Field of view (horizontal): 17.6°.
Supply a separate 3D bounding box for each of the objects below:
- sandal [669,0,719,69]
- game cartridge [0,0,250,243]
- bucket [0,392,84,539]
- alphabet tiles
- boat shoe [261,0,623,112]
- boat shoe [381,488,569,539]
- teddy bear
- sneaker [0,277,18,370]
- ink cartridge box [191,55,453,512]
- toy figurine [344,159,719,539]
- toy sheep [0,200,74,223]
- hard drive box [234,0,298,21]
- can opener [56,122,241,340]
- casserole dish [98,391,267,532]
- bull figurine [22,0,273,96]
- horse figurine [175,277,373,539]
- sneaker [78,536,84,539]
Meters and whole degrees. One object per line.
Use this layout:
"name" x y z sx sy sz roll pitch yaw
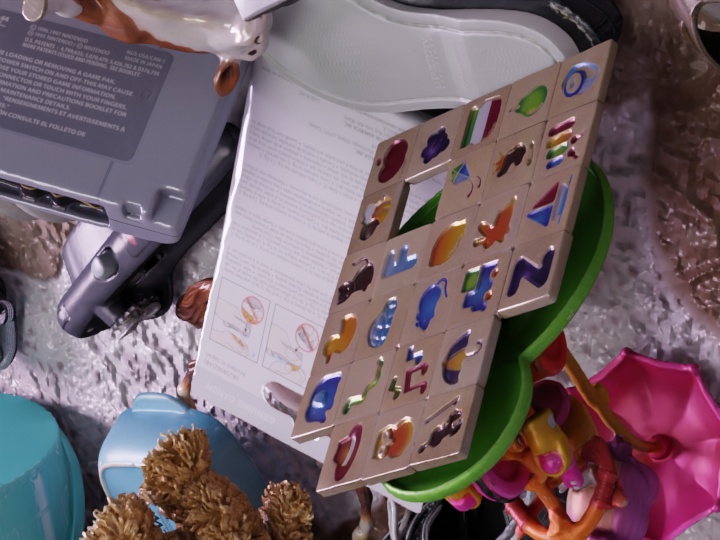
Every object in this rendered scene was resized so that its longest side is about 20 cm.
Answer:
"sandal" 0.176 -0.113 1.006 0.201 0.057 0.080 49 134 11
"game cartridge" -0.163 -0.098 1.184 0.199 0.134 0.040 16 159 10
"bucket" -0.264 0.169 1.436 0.207 0.207 0.135 13 117 36
"alphabet tiles" 0.037 0.003 1.035 0.008 0.201 0.167 32 148 -28
"boat shoe" 0.033 -0.117 1.127 0.200 0.060 0.076 17 133 32
"boat shoe" 0.046 0.149 1.229 0.199 0.068 0.074 -33 64 44
"teddy bear" -0.069 0.177 1.268 0.067 0.145 0.201 -8 111 46
"sneaker" -0.288 0.039 1.472 0.200 0.075 0.114 -41 80 42
"ink cartridge box" 0.000 0.000 1.206 0.162 0.057 0.201 26 121 28
"toy figurine" 0.102 0.074 1.082 0.150 0.200 0.184 -24 127 32
"toy sheep" -0.165 -0.087 1.266 0.199 0.138 0.138 -5 108 26
"hard drive box" -0.023 -0.235 1.050 0.077 0.156 0.200 -20 98 44
"can opener" -0.114 -0.024 1.300 0.079 0.063 0.200 55 135 6
"casserole dish" -0.089 0.163 1.363 0.121 0.039 0.200 -2 120 47
"bull figurine" -0.129 -0.159 1.141 0.200 0.121 0.065 43 110 33
"horse figurine" -0.034 0.063 1.285 0.200 0.050 0.133 37 138 17
"sneaker" -0.136 0.253 1.406 0.200 0.080 0.071 60 171 -22
